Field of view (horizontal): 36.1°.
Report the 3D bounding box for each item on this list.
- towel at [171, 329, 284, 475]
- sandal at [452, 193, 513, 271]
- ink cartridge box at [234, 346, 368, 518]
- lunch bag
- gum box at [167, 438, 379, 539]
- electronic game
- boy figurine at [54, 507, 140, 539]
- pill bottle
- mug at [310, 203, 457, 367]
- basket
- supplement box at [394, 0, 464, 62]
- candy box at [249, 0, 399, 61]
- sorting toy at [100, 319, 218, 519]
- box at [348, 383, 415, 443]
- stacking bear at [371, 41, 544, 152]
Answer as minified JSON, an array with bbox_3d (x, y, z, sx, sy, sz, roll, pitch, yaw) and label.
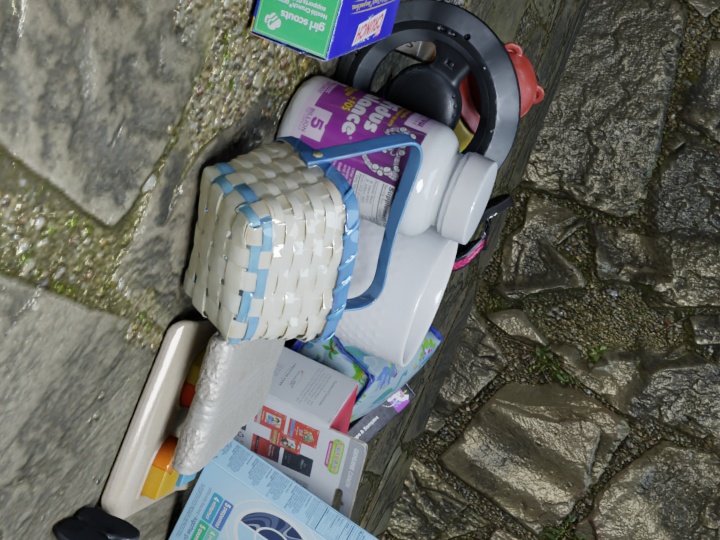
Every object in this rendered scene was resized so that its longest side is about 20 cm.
[{"bbox_3d":[-0.115,0.095,1.029,0.200,0.034,0.135,-40,149,-72],"label":"towel"},{"bbox_3d":[0.103,-0.020,1.274,0.199,0.045,0.075,-39,-179,22],"label":"sandal"},{"bbox_3d":[-0.070,0.201,1.224,0.084,0.173,0.202,-51,160,-50],"label":"ink cartridge box"},{"bbox_3d":[-0.024,0.127,1.332,0.169,0.128,0.201,-21,153,-51],"label":"lunch bag"},{"bbox_3d":[-0.093,0.287,1.148,0.045,0.198,0.171,-50,171,-51],"label":"gum box"},{"bbox_3d":[0.064,-0.166,1.104,0.042,0.197,0.203,-36,147,-63],"label":"electronic game"},{"bbox_3d":[-0.242,0.304,0.931,0.124,0.064,0.203,-29,141,-71],"label":"boy figurine"},{"bbox_3d":[0.025,-0.101,1.052,0.112,0.197,0.114,22,90,-78],"label":"pill bottle"},{"bbox_3d":[0.000,0.000,1.178,0.150,0.173,0.200,-66,168,-1],"label":"mug"},{"bbox_3d":[-0.044,-0.031,0.945,0.197,0.139,0.179,-6,127,-33],"label":"basket"},{"bbox_3d":[0.078,-0.328,1.178,0.203,0.073,0.126,-70,167,10],"label":"supplement box"},{"bbox_3d":[-0.004,-0.286,0.896,0.169,0.076,0.203,-44,153,-64],"label":"candy box"},{"bbox_3d":[-0.161,0.137,1.049,0.200,0.036,0.188,17,95,-78],"label":"sorting toy"},{"bbox_3d":[-0.029,0.216,1.467,0.200,0.036,0.143,-44,-169,-14],"label":"box"},{"bbox_3d":[0.093,-0.173,1.173,0.122,0.197,0.114,58,30,-23],"label":"stacking bear"}]
